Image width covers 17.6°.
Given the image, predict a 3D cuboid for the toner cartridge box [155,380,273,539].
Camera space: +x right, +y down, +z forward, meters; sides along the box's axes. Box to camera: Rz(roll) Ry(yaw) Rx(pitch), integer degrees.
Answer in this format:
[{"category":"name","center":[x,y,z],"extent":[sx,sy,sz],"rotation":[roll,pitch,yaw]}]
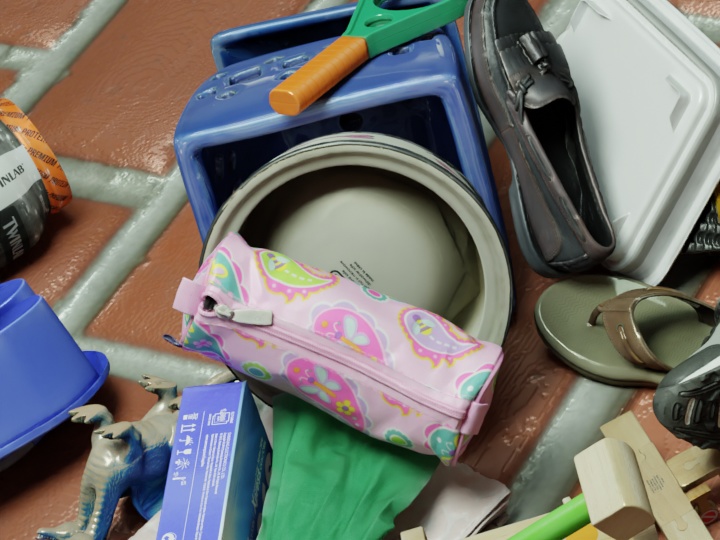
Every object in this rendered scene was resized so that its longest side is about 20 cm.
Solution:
[{"category":"toner cartridge box","center":[-0.087,0.170,1.390],"extent":[0.043,0.095,0.200],"rotation":[-7,43,13]}]

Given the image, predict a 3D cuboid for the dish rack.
[{"category":"dish rack","center":[0.174,-0.100,1.588],"extent":[0.044,0.172,0.200],"rotation":[12,26,-31]}]

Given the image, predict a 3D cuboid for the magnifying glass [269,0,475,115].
[{"category":"magnifying glass","center":[0.009,-0.155,1.526],"extent":[0.080,0.022,0.200],"rotation":[9,34,37]}]

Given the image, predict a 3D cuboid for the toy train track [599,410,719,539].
[{"category":"toy train track","center":[0.146,0.158,1.408],"extent":[0.200,0.033,0.115],"rotation":[-28,47,0]}]

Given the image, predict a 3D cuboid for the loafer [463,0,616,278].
[{"category":"loafer","center":[0.125,-0.096,1.529],"extent":[0.072,0.200,0.063],"rotation":[-15,1,-37]}]

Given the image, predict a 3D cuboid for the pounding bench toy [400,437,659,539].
[{"category":"pounding bench toy","center":[0.093,0.185,1.265],"extent":[0.156,0.200,0.124],"rotation":[-16,40,4]}]

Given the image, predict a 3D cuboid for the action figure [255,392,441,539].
[{"category":"action figure","center":[-0.021,0.161,1.400],"extent":[0.118,0.055,0.200],"rotation":[6,41,13]}]

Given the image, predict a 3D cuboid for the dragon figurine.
[{"category":"dragon figurine","center":[-0.136,0.128,1.534],"extent":[0.200,0.099,0.059],"rotation":[-26,35,-37]}]

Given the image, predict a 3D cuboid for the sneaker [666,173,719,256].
[{"category":"sneaker","center":[0.264,-0.038,1.556],"extent":[0.200,0.090,0.070],"rotation":[11,91,56]}]

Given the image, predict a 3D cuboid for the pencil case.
[{"category":"pencil case","center":[-0.015,0.047,1.414],"extent":[0.200,0.087,0.087],"rotation":[24,50,2]}]

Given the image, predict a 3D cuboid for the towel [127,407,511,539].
[{"category":"towel","center":[-0.033,0.172,1.464],"extent":[0.200,0.032,0.191],"rotation":[24,56,39]}]

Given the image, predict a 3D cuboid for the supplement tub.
[{"category":"supplement tub","center":[-0.326,-0.038,1.749],"extent":[0.200,0.123,0.123],"rotation":[-35,42,-16]}]

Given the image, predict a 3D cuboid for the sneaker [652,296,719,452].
[{"category":"sneaker","center":[0.240,0.047,1.412],"extent":[0.079,0.074,0.200],"rotation":[31,41,33]}]

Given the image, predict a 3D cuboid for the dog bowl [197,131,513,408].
[{"category":"dog bowl","center":[0.000,0.000,1.489],"extent":[0.200,0.200,0.074],"rotation":[-12,21,10]}]

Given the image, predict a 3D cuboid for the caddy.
[{"category":"caddy","center":[-0.271,0.094,1.598],"extent":[0.200,0.105,0.141],"rotation":[-30,17,-11]}]

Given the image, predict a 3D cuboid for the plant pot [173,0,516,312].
[{"category":"plant pot","center":[-0.006,-0.076,1.608],"extent":[0.200,0.200,0.180],"rotation":[-11,34,9]}]

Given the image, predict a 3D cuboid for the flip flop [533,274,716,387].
[{"category":"flip flop","center":[0.198,0.044,1.487],"extent":[0.200,0.058,0.081],"rotation":[27,62,39]}]
